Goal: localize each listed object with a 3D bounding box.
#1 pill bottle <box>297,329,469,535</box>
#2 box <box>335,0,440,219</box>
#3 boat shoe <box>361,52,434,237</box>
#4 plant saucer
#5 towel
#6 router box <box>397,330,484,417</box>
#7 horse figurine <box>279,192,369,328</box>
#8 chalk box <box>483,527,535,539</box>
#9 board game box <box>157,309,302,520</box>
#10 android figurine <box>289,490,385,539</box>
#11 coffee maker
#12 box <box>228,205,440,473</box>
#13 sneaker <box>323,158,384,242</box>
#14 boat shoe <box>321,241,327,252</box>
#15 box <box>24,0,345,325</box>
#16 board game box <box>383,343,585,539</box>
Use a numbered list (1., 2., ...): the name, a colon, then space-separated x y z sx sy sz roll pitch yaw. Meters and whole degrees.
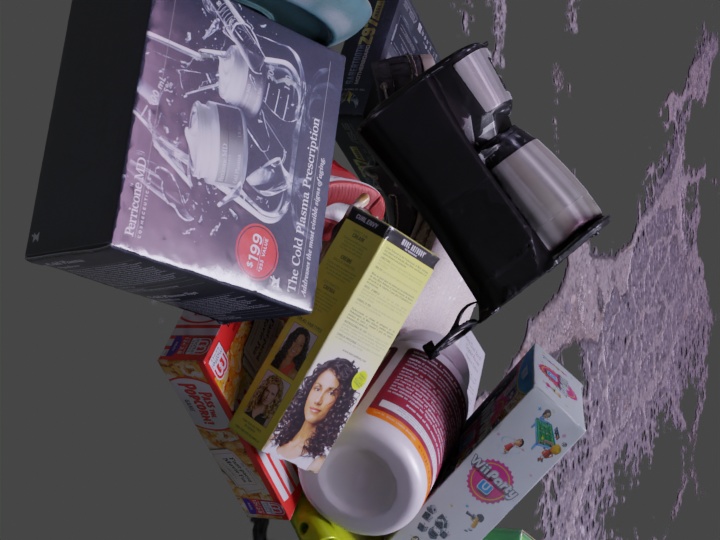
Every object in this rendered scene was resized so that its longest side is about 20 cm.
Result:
1. pill bottle: 0.030 0.133 1.330 0.200 0.112 0.114 -50 134 -58
2. box: 0.037 -0.158 1.523 0.200 0.051 0.158 54 45 -51
3. boat shoe: 0.029 -0.106 1.427 0.073 0.062 0.201 -113 -155 -61
4. plant saucer: -0.091 -0.197 1.091 0.200 0.199 0.028 26 76 -62
5. towel: 0.093 -0.023 1.453 0.132 0.034 0.201 23 90 -57
6. router box: 0.061 0.114 1.576 0.200 0.049 0.180 55 42 -50
7. horse figurine: -0.032 0.025 1.248 0.133 0.050 0.201 -44 143 -23
8. chalk box: 0.130 0.341 1.633 0.124 0.123 0.201 42 53 -58
9. board game box: -0.086 0.086 1.272 0.201 0.046 0.152 66 34 -40
10. android figurine: 0.004 0.245 1.343 0.182 0.041 0.200 31 17 -37
11. coffee maker: 0.085 -0.066 1.306 0.192 0.135 0.200 -36 85 -18
12. box: -0.020 0.055 1.198 0.075 0.050 0.201 28 91 -48
13. sneaker: -0.083 -0.085 1.269 0.200 0.116 0.079 27 100 -37
14. boat shoe: 0.000 0.000 1.426 0.200 0.069 0.074 25 67 -62
15. box: -0.118 -0.082 1.076 0.182 0.104 0.201 19 72 -41
16. board game box: 0.110 0.172 1.345 0.064 0.200 0.148 41 13 -2
